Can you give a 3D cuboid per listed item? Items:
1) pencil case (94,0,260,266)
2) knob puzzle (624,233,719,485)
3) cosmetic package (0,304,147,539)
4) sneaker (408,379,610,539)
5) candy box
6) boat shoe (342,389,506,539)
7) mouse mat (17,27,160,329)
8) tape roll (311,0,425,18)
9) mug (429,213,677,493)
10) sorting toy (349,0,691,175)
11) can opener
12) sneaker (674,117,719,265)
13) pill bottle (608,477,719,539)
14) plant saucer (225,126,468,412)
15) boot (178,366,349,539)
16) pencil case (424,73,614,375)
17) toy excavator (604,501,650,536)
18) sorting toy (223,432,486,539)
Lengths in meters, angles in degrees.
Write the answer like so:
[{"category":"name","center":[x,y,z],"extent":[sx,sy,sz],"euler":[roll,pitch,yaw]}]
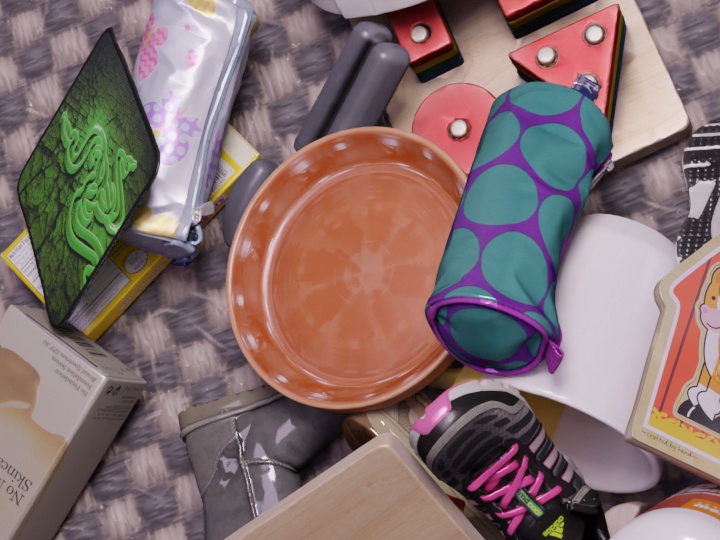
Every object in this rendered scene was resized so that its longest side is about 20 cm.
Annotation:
[{"category":"pencil case","center":[-0.134,-0.109,1.368],"extent":[0.090,0.083,0.202],"euler":[-3,71,55]},{"category":"knob puzzle","center":[0.272,0.048,1.132],"extent":[0.218,0.030,0.222],"euler":[5,68,-14]},{"category":"cosmetic package","center":[-0.258,0.137,1.371],"extent":[0.105,0.071,0.201],"euler":[32,95,19]},{"category":"sneaker","center":[0.104,0.138,1.166],"extent":[0.074,0.200,0.088],"euler":[-41,48,5]},{"category":"candy box","center":[-0.175,-0.047,1.426],"extent":[0.200,0.026,0.102],"euler":[-46,69,2]},{"category":"boat shoe","center":[0.077,0.156,1.274],"extent":[0.200,0.071,0.064],"euler":[48,63,-2]},{"category":"mouse mat","center":[-0.205,-0.072,1.370],"extent":[0.161,0.007,0.201],"euler":[-55,36,22]},{"category":"tape roll","center":[0.039,-0.262,1.350],"extent":[0.201,0.037,0.204],"euler":[-19,36,15]},{"category":"mug","center":[0.139,0.041,1.253],"extent":[0.185,0.150,0.154],"euler":[22,69,7]},{"category":"sorting toy","center":[0.107,-0.154,1.340],"extent":[0.199,0.070,0.200],"euler":[-24,72,9]},{"category":"can opener","center":[-0.037,-0.089,1.342],"extent":[0.053,0.066,0.201],"euler":[53,127,36]},{"category":"sneaker","center":[0.253,-0.031,1.255],"extent":[0.073,0.080,0.201],"euler":[0,41,24]},{"category":"pill bottle","center":[0.205,0.189,1.106],"extent":[0.111,0.200,0.113],"euler":[4,98,29]},{"category":"plant saucer","center":[0.000,0.000,1.282],"extent":[0.199,0.032,0.202],"euler":[-8,72,24]},{"category":"boot","center":[-0.041,0.181,1.314],"extent":[0.181,0.072,0.202],"euler":[-20,68,19]},{"category":"pencil case","center":[0.107,-0.030,1.195],"extent":[0.092,0.085,0.201],"euler":[21,55,1]},{"category":"toy excavator","center":[0.275,0.171,1.221],"extent":[0.194,0.100,0.201],"euler":[39,99,20]},{"category":"sorting toy","center":[0.006,0.218,1.220],"extent":[0.199,0.070,0.199],"euler":[-35,105,21]}]
